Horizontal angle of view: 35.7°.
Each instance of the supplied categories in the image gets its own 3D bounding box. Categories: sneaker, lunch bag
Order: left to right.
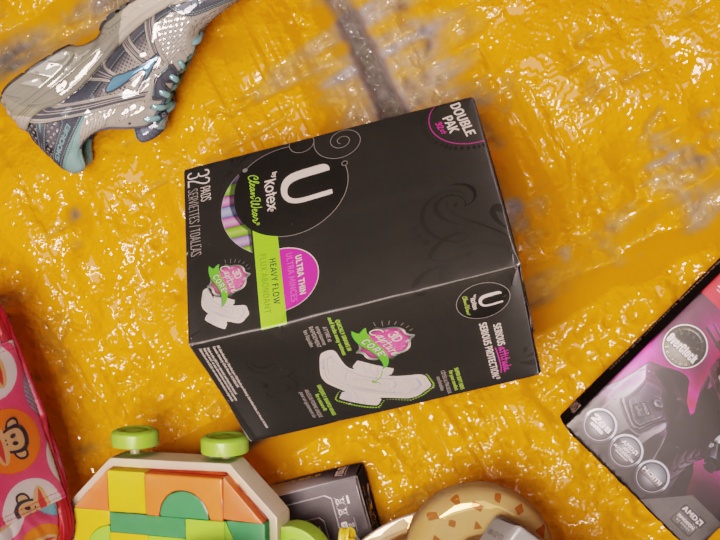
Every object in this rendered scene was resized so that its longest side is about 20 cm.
[{"bbox_3d":[-0.294,0.124,0.785,0.176,0.082,0.200,-19,89,41],"label":"lunch bag"},{"bbox_3d":[-0.153,-0.143,0.801,0.200,0.078,0.086,-31,100,12],"label":"sneaker"}]

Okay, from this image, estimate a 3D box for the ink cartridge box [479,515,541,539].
[{"bbox_3d":[0.120,0.281,0.699,0.200,0.044,0.174,37,81,-9],"label":"ink cartridge box"}]

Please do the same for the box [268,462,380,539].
[{"bbox_3d":[-0.048,0.255,0.801,0.158,0.048,0.200,-16,89,7],"label":"box"}]

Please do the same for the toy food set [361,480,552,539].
[{"bbox_3d":[0.067,0.255,0.744,0.200,0.049,0.198,-34,90,0],"label":"toy food set"}]

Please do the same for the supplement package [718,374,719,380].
[{"bbox_3d":[0.338,0.123,0.688,0.120,0.121,0.200,-36,116,3],"label":"supplement package"}]

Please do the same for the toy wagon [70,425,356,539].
[{"bbox_3d":[-0.100,0.186,0.749,0.200,0.040,0.155,0,95,19],"label":"toy wagon"}]

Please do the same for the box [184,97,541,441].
[{"bbox_3d":[0.000,0.000,0.726,0.200,0.124,0.149,-13,52,5],"label":"box"}]

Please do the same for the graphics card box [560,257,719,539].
[{"bbox_3d":[0.251,0.078,0.769,0.200,0.051,0.125,-45,87,6],"label":"graphics card box"}]
